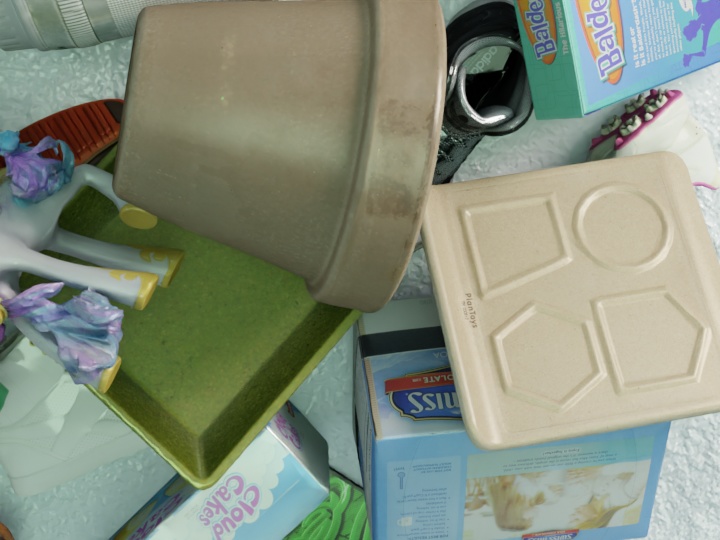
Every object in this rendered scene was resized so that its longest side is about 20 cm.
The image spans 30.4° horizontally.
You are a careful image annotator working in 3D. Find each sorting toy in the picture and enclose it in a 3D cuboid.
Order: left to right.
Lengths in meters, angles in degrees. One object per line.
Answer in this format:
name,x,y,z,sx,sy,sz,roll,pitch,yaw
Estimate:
sorting toy,0.143,0.017,0.856,0.197,0.037,0.187,-7,64,-10

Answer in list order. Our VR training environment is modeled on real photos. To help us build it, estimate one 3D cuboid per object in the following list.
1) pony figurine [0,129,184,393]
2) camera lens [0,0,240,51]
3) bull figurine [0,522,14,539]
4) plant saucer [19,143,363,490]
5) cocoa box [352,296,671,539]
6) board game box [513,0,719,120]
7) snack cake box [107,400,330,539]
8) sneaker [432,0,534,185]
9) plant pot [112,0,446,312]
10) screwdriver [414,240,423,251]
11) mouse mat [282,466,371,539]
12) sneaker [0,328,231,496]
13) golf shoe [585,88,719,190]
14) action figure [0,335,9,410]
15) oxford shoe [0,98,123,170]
pony figurine,-0.223,-0.010,0.796,0.198,0.194,0.167,26,135,-2
camera lens,-0.144,-0.230,0.826,0.197,0.160,0.162,-13,103,-3
bull figurine,-0.341,0.235,0.956,0.197,0.065,0.123,-11,111,3
plant saucer,-0.114,0.010,0.899,0.199,0.048,0.200,42,75,0
cocoa box,0.097,0.105,0.916,0.197,0.132,0.135,-5,131,-4
board game box,0.180,-0.198,0.872,0.199,0.045,0.154,-22,106,-37
snack cake box,-0.113,0.183,0.938,0.200,0.115,0.067,-44,97,5
sneaker,0.054,-0.096,0.898,0.075,0.114,0.201,33,97,-11
plant pot,-0.056,-0.085,0.798,0.172,0.200,0.203,8,101,-13
screwdriver,0.000,0.000,0.960,0.199,0.028,0.029,-33,74,0
mouse mat,-0.051,0.249,1.017,0.160,0.008,0.201,33,96,-11
sneaker,-0.182,0.068,0.931,0.198,0.074,0.117,-26,106,2
golf shoe,0.173,-0.037,0.946,0.200,0.075,0.092,-42,106,5
action figure,-0.297,0.105,0.909,0.118,0.054,0.201,45,127,19
oxford shoe,-0.228,-0.042,0.917,0.199,0.071,0.073,-37,132,0
